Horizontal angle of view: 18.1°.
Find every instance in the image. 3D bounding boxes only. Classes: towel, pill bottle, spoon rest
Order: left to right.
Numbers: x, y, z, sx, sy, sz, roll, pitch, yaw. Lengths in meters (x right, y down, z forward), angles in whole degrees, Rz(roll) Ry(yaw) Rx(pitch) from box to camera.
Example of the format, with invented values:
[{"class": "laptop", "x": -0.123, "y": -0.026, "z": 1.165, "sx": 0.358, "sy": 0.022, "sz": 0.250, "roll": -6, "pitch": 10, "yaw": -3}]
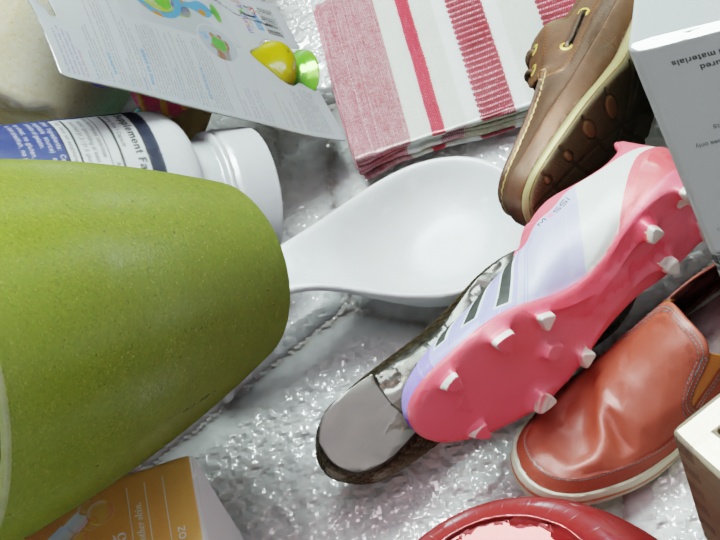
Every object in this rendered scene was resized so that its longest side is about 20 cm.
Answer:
[{"class": "pill bottle", "x": -0.148, "y": -0.027, "z": 1.219, "sx": 0.200, "sy": 0.111, "sz": 0.111, "roll": -7, "pitch": 45, "yaw": -24}, {"class": "spoon rest", "x": 0.000, "y": 0.000, "z": 1.224, "sx": 0.200, "sy": 0.061, "sz": 0.099, "roll": -28, "pitch": 50, "yaw": -2}, {"class": "towel", "x": 0.079, "y": -0.136, "z": 1.327, "sx": 0.200, "sy": 0.023, "sz": 0.144, "roll": -17, "pitch": 48, "yaw": 4}]

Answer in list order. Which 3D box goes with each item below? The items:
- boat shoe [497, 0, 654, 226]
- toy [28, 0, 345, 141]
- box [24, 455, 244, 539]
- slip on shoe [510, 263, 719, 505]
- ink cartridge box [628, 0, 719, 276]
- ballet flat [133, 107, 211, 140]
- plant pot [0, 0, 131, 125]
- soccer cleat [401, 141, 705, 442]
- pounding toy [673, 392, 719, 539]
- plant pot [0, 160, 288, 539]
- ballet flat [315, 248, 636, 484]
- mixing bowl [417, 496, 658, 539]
[{"class": "boat shoe", "x": 0.123, "y": -0.100, "z": 1.231, "sx": 0.067, "sy": 0.072, "sz": 0.200, "roll": 15, "pitch": 57, "yaw": 30}, {"class": "toy", "x": -0.110, "y": -0.119, "z": 1.267, "sx": 0.047, "sy": 0.200, "sz": 0.115, "roll": -50, "pitch": 50, "yaw": 32}, {"class": "box", "x": -0.152, "y": 0.192, "z": 1.105, "sx": 0.200, "sy": 0.098, "sz": 0.125, "roll": -19, "pitch": 50, "yaw": 5}, {"class": "slip on shoe", "x": 0.157, "y": 0.045, "z": 1.135, "sx": 0.200, "sy": 0.061, "sz": 0.074, "roll": -34, "pitch": 52, "yaw": -7}, {"class": "ink cartridge box", "x": 0.191, "y": -0.068, "z": 0.995, "sx": 0.084, "sy": 0.200, "sz": 0.144, "roll": -12, "pitch": 37, "yaw": 21}, {"class": "ballet flat", "x": -0.148, "y": -0.033, "z": 1.311, "sx": 0.200, "sy": 0.069, "sz": 0.063, "roll": -40, "pitch": 80, "yaw": -10}, {"class": "plant pot", "x": -0.188, "y": -0.165, "z": 1.349, "sx": 0.200, "sy": 0.200, "sz": 0.184, "roll": 13, "pitch": 71, "yaw": 27}, {"class": "soccer cleat", "x": 0.093, "y": 0.010, "z": 1.145, "sx": 0.200, "sy": 0.067, "sz": 0.076, "roll": -41, "pitch": 38, "yaw": -10}, {"class": "pounding toy", "x": 0.275, "y": 0.091, "z": 1.005, "sx": 0.184, "sy": 0.142, "sz": 0.200, "roll": -37, "pitch": 51, "yaw": -10}, {"class": "plant pot", "x": -0.138, "y": 0.025, "z": 1.079, "sx": 0.200, "sy": 0.187, "sz": 0.187, "roll": -16, "pitch": 40, "yaw": -40}, {"class": "ballet flat", "x": 0.061, "y": 0.048, "z": 1.180, "sx": 0.200, "sy": 0.046, "sz": 0.067, "roll": -36, "pitch": 70, "yaw": -13}, {"class": "mixing bowl", "x": 0.077, "y": 0.179, "z": 1.030, "sx": 0.200, "sy": 0.108, "sz": 0.200, "roll": -9, "pitch": 52, "yaw": 12}]
